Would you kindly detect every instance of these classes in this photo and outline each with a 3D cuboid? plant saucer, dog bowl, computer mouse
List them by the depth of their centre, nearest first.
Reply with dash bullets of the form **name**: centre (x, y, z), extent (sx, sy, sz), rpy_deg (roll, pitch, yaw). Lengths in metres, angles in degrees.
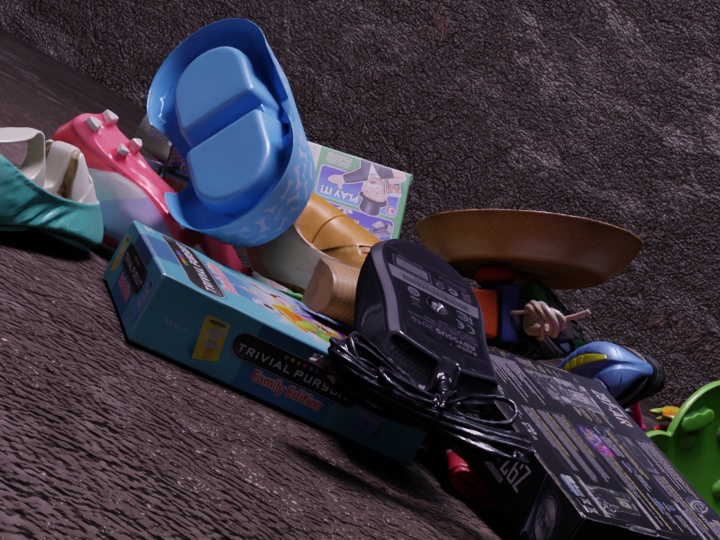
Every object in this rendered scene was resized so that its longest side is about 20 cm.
- **computer mouse**: centre (0.031, 0.048, 0.755), extent (0.138, 0.053, 0.200), rpy_deg (28, 25, -14)
- **dog bowl**: centre (-0.094, -0.100, 0.910), extent (0.050, 0.111, 0.200), rpy_deg (43, 22, -48)
- **plant saucer**: centre (0.146, -0.013, 1.069), extent (0.200, 0.036, 0.200), rpy_deg (6, -10, 1)

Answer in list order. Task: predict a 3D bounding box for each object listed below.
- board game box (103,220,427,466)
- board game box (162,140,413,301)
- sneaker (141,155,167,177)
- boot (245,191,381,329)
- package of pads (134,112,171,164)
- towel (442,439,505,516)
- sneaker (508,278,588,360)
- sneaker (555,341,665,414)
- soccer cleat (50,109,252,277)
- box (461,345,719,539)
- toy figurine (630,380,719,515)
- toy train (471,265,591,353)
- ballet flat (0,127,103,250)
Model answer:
- **board game box**: centre (-0.062, 0.044, 0.797), extent (0.200, 0.047, 0.151), rpy_deg (28, 5, -22)
- **board game box**: centre (-0.066, -0.044, 0.990), extent (0.200, 0.135, 0.029), rpy_deg (17, -20, -11)
- **sneaker**: centre (-0.142, -0.050, 1.021), extent (0.200, 0.079, 0.079), rpy_deg (27, -30, -31)
- **boot**: centre (0.001, 0.000, 0.922), extent (0.144, 0.071, 0.201), rpy_deg (18, 19, -33)
- **package of pads**: centre (-0.102, -0.086, 1.133), extent (0.200, 0.068, 0.154), rpy_deg (35, -5, -24)
- **towel**: centre (0.115, 0.127, 0.866), extent (0.144, 0.023, 0.200), rpy_deg (28, 18, -11)
- **sneaker**: centre (0.136, 0.065, 1.094), extent (0.078, 0.085, 0.200), rpy_deg (53, -18, -4)
- **sneaker**: centre (0.184, 0.111, 1.035), extent (0.083, 0.071, 0.200), rpy_deg (9, -21, -23)
- **soccer cleat**: centre (-0.160, -0.031, 0.917), extent (0.200, 0.076, 0.067), rpy_deg (48, 24, -2)
- **box**: centre (0.142, 0.127, 0.800), extent (0.160, 0.044, 0.200), rpy_deg (19, 20, -33)
- **toy figurine**: centre (0.235, 0.159, 1.110), extent (0.200, 0.151, 0.184), rpy_deg (-5, 11, -36)
- **toy train**: centre (0.080, 0.034, 1.005), extent (0.115, 0.085, 0.200), rpy_deg (8, -11, -30)
- **ballet flat**: centre (-0.215, -0.056, 0.805), extent (0.067, 0.071, 0.200), rpy_deg (27, 3, 14)
